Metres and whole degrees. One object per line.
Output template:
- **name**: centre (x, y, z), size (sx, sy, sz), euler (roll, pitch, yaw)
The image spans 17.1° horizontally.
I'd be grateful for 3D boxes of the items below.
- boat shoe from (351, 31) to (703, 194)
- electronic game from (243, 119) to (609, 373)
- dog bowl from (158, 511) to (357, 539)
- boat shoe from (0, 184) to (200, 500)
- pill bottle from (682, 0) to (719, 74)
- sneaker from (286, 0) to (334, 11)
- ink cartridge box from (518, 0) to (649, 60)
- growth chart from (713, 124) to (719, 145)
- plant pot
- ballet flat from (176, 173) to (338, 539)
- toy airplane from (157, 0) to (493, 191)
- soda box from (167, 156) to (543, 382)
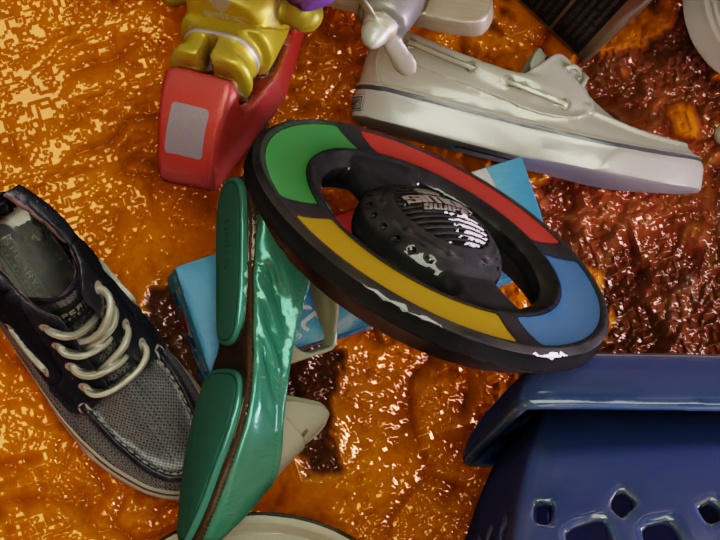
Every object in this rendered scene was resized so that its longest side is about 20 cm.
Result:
- **boat shoe**: centre (0.097, -0.090, 1.332), size (0.200, 0.072, 0.066), euler (14, 86, 2)
- **electronic game**: centre (0.034, -0.015, 1.190), size (0.200, 0.200, 0.042), euler (27, 114, -4)
- **dog bowl**: centre (-0.052, 0.231, 1.251), size (0.200, 0.074, 0.200), euler (-1, 74, 5)
- **boat shoe**: centre (-0.145, 0.040, 1.269), size (0.075, 0.093, 0.200), euler (-42, 90, -10)
- **pill bottle**: centre (0.266, -0.164, 1.287), size (0.111, 0.200, 0.111), euler (8, 75, -30)
- **sneaker**: centre (-0.029, -0.191, 1.203), size (0.081, 0.200, 0.083), euler (-31, 117, 28)
- **ink cartridge box**: centre (0.180, -0.220, 1.307), size (0.075, 0.165, 0.200), euler (45, 81, 0)
- **growth chart**: centre (0.296, -0.044, 1.302), size (0.018, 0.200, 0.145), euler (-34, 97, -43)
- **plant pot**: centre (0.150, 0.143, 1.251), size (0.200, 0.200, 0.180), euler (0, 76, -7)
- **ballet flat**: centre (-0.046, 0.050, 1.230), size (0.070, 0.067, 0.200), euler (9, 86, -21)
- **toy airplane**: centre (-0.053, -0.164, 1.280), size (0.200, 0.141, 0.199), euler (-28, 68, 4)
- **soda box**: centre (0.000, 0.000, 1.306), size (0.200, 0.068, 0.064), euler (-19, 87, -9)
